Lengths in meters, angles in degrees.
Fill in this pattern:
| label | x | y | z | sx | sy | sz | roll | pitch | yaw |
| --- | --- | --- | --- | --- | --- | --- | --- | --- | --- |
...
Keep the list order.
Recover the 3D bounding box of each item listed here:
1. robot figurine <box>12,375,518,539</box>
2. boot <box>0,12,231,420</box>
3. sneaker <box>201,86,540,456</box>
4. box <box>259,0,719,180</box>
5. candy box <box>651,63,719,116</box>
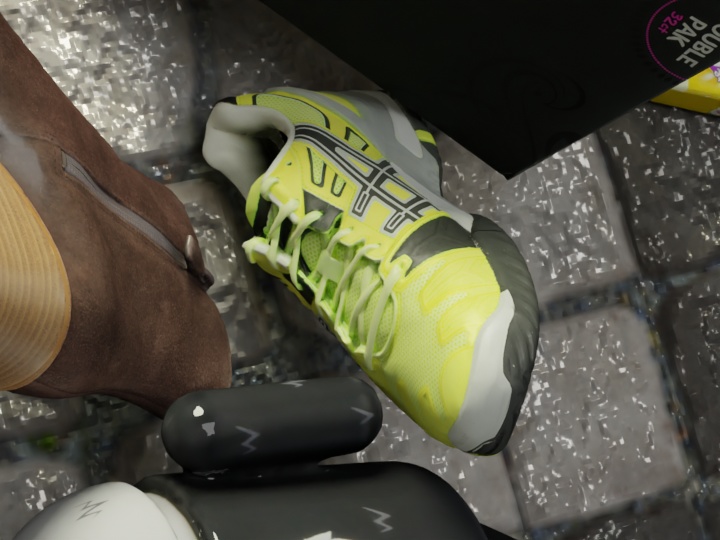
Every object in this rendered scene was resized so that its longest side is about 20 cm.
| label | x | y | z | sx | sy | sz | roll | pitch | yaw |
| --- | --- | --- | --- | --- | --- | --- | --- | --- | --- |
| robot figurine | -0.028 | 0.127 | 0.839 | 0.200 | 0.125 | 0.150 | -1 | 60 | -29 |
| boot | -0.120 | -0.045 | 0.838 | 0.166 | 0.072 | 0.200 | 25 | 43 | -57 |
| sneaker | 0.000 | 0.000 | 0.872 | 0.076 | 0.200 | 0.076 | 5 | 116 | -25 |
| box | 0.036 | -0.153 | 0.869 | 0.200 | 0.148 | 0.124 | 34 | 55 | -22 |
| candy box | 0.203 | -0.107 | 1.081 | 0.200 | 0.026 | 0.102 | 10 | 75 | -26 |
